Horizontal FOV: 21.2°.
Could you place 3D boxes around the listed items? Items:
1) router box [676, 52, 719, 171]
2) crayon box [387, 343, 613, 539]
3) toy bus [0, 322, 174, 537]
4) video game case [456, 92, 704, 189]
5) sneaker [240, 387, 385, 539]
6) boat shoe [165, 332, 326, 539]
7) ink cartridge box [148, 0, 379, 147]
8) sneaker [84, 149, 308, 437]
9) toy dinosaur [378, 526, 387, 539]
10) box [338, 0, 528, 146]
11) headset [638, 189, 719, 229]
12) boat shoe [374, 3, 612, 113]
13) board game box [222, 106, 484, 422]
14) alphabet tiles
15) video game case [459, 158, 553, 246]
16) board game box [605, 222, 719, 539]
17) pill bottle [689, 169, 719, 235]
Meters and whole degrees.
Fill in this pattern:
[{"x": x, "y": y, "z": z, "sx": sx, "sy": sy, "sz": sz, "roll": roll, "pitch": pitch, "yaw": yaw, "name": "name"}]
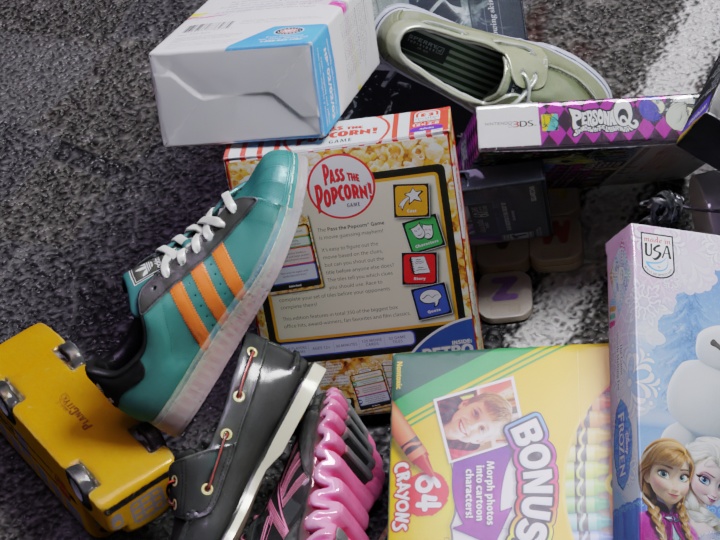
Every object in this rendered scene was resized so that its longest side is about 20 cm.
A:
[{"x": 0.313, "y": -0.096, "z": 1.167, "sx": 0.199, "sy": 0.052, "sz": 0.158, "roll": 31, "pitch": 66, "yaw": -1, "name": "router box"}, {"x": 0.105, "y": 0.146, "z": 1.162, "sx": 0.171, "sy": 0.058, "sz": 0.202, "roll": -4, "pitch": 60, "yaw": 10, "name": "crayon box"}, {"x": -0.192, "y": 0.112, "z": 1.301, "sx": 0.065, "sy": 0.079, "sz": 0.200, "roll": -31, "pitch": 44, "yaw": -22, "name": "toy bus"}, {"x": 0.161, "y": -0.088, "z": 1.355, "sx": 0.179, "sy": 0.200, "sz": 0.036, "roll": -4, "pitch": 85, "yaw": -1, "name": "video game case"}, {"x": -0.040, "y": 0.156, "z": 1.229, "sx": 0.095, "sy": 0.079, "sz": 0.201, "roll": -22, "pitch": 32, "yaw": 21, "name": "sneaker"}, {"x": -0.092, "y": 0.137, "z": 1.212, "sx": 0.063, "sy": 0.074, "sz": 0.203, "roll": 27, "pitch": 78, "yaw": -2, "name": "boat shoe"}, {"x": -0.056, "y": -0.151, "z": 1.316, "sx": 0.114, "sy": 0.068, "sz": 0.200, "roll": -2, "pitch": 23, "yaw": 16, "name": "ink cartridge box"}, {"x": -0.104, "y": 0.005, "z": 1.211, "sx": 0.079, "sy": 0.201, "sz": 0.071, "roll": 27, "pitch": 8, "yaw": -15, "name": "sneaker"}, {"x": 0.109, "y": 0.122, "z": 1.230, "sx": 0.198, "sy": 0.061, "sz": 0.107, "roll": 0, "pitch": 44, "yaw": 14, "name": "toy dinosaur"}, {"x": 0.027, "y": -0.193, "z": 1.482, "sx": 0.195, "sy": 0.202, "sz": 0.124, "roll": -10, "pitch": 22, "yaw": 4, "name": "box"}, {"x": 0.261, "y": -0.076, "z": 1.202, "sx": 0.199, "sy": 0.094, "sz": 0.124, "roll": -30, "pitch": 74, "yaw": -6, "name": "headset"}, {"x": 0.099, "y": -0.138, "z": 1.403, "sx": 0.198, "sy": 0.073, "sz": 0.062, "roll": 16, "pitch": 16, "yaw": -19, "name": "boat shoe"}, {"x": 0.000, "y": 0.000, "z": 1.285, "sx": 0.150, "sy": 0.202, "sz": 0.046, "roll": -6, "pitch": 25, "yaw": 6, "name": "board game box"}, {"x": 0.068, "y": -0.029, "z": 1.445, "sx": 0.198, "sy": 0.015, "sz": 0.197, "roll": -6, "pitch": 41, "yaw": 8, "name": "alphabet tiles"}, {"x": 0.035, "y": -0.038, "z": 1.357, "sx": 0.198, "sy": 0.143, "sz": 0.019, "roll": -8, "pitch": 75, "yaw": 6, "name": "video game case"}, {"x": 0.243, "y": 0.083, "z": 1.129, "sx": 0.198, "sy": 0.043, "sz": 0.201, "roll": 7, "pitch": 69, "yaw": -16, "name": "board game box"}, {"x": 0.333, "y": -0.053, "z": 1.333, "sx": 0.198, "sy": 0.111, "sz": 0.111, "roll": -12, "pitch": 41, "yaw": 0, "name": "pill bottle"}]
